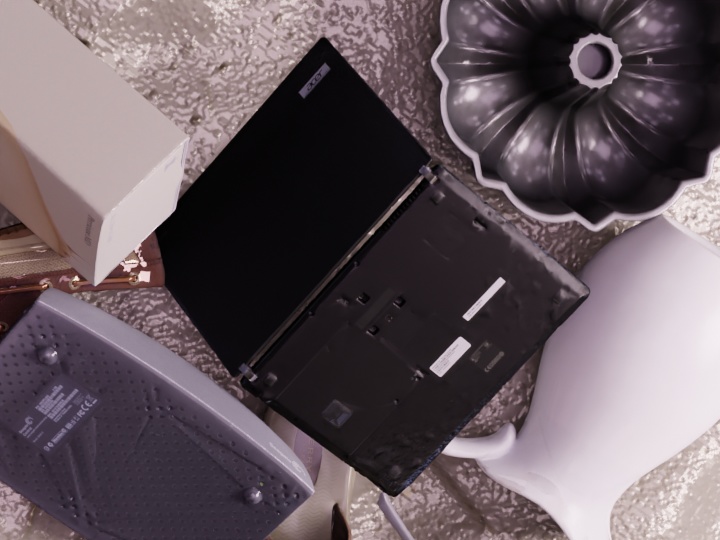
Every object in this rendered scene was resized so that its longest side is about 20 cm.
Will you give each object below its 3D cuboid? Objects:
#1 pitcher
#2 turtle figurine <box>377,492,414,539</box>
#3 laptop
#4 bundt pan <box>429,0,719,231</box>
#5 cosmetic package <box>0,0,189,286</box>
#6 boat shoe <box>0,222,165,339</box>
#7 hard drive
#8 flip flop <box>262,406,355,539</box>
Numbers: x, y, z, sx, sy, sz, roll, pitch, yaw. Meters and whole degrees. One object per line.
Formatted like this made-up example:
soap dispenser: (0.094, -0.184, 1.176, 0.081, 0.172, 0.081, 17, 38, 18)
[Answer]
pitcher: (0.140, 0.057, 1.218, 0.171, 0.121, 0.200, 32, 100, -11)
turtle figurine: (0.057, 0.247, 1.204, 0.199, 0.144, 0.195, 7, 107, -32)
laptop: (0.000, 0.000, 1.194, 0.200, 0.103, 0.177, 38, 104, -21)
bundt pan: (0.134, -0.126, 1.221, 0.201, 0.076, 0.203, -1, 93, -10)
cosmetic package: (-0.195, -0.096, 1.123, 0.200, 0.104, 0.073, 41, 67, 9)
boat shoe: (-0.212, 0.013, 1.180, 0.199, 0.072, 0.072, -17, 96, -14)
hard drive: (-0.138, 0.101, 1.180, 0.200, 0.042, 0.135, 36, 121, -16)
flip flop: (-0.032, 0.168, 1.225, 0.081, 0.058, 0.201, 4, 93, -10)
